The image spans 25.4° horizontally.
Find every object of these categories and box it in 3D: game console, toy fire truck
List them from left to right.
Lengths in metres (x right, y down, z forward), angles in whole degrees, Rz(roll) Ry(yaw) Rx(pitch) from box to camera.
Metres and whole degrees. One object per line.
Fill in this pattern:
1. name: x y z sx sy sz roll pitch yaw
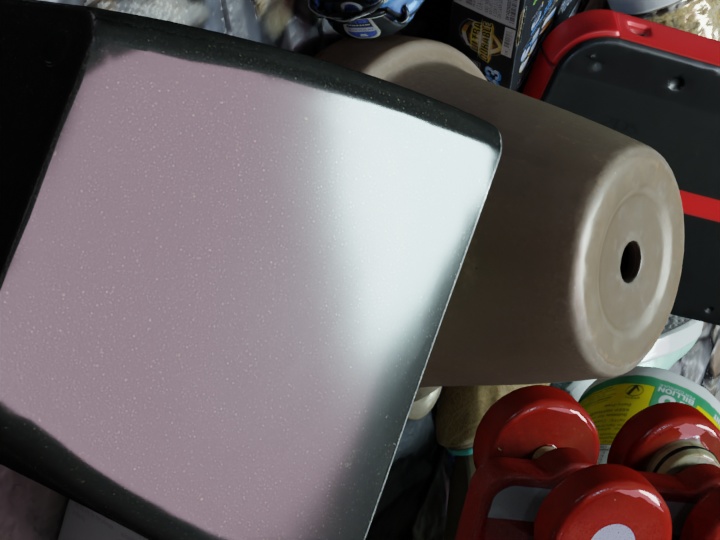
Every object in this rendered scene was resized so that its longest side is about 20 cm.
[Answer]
1. toy fire truck: 0.131 0.163 0.829 0.198 0.112 0.169 9 109 -21
2. game console: 0.178 -0.056 0.950 0.031 0.198 0.178 -95 -157 -53

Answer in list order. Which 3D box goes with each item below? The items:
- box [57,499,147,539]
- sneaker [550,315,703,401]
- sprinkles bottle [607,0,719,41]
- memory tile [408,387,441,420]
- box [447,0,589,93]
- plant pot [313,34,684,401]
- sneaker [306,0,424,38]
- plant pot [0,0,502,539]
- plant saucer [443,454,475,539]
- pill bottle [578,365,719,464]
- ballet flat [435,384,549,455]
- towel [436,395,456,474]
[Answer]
1. box: -0.067 0.067 0.719 0.036 0.144 0.202 14 93 -41
2. sneaker: 0.175 0.099 1.150 0.200 0.073 0.119 -27 123 -36
3. sprinkles bottle: 0.212 -0.111 0.989 0.068 0.068 0.201 -46 120 -37
4. memory tile: 0.000 0.000 0.894 0.153 0.017 0.202 -19 113 -49
5. box: 0.113 -0.194 0.916 0.201 0.049 0.199 -59 169 -21
6. plant pot: 0.065 -0.019 0.818 0.199 0.173 0.202 -15 109 -50
7. sneaker: 0.000 -0.155 0.788 0.199 0.078 0.090 -24 121 -52
8. plant pot: -0.099 -0.007 0.609 0.177 0.199 0.201 26 82 -45
9. plant saucer: 0.072 0.215 1.021 0.200 0.029 0.202 -176 -90 -89
10. pill bottle: 0.159 0.159 0.979 0.200 0.112 0.114 -55 146 -49
11. ballet flat: 0.103 0.047 1.033 0.199 0.067 0.073 -30 111 -46
12. towel: 0.104 0.082 1.118 0.145 0.024 0.201 -49 141 -34
